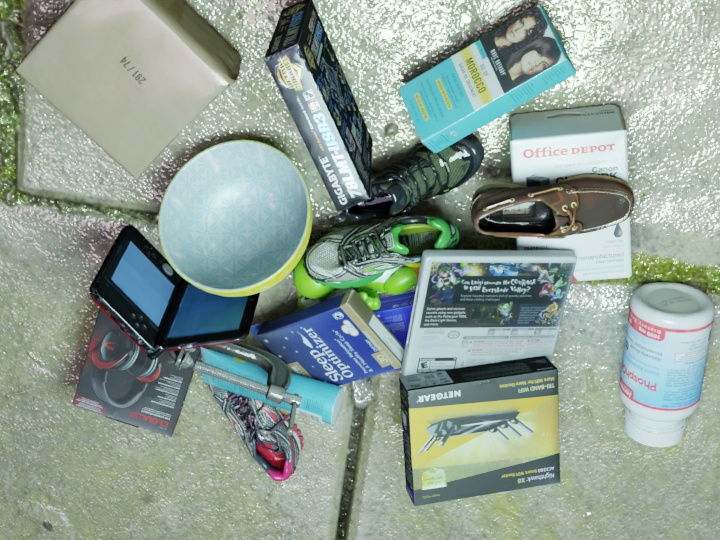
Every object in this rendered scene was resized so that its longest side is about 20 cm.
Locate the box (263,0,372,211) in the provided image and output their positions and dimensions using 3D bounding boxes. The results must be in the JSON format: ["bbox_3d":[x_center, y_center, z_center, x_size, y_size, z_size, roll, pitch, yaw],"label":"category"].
[{"bbox_3d":[-0.044,-0.198,1.483,0.049,0.201,0.200,-22,114,12],"label":"box"}]

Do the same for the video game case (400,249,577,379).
[{"bbox_3d":[0.159,0.056,1.577,0.197,0.023,0.184,0,122,-15],"label":"video game case"}]

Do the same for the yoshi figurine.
[{"bbox_3d":[-0.005,-0.001,1.635,0.198,0.113,0.113,-22,106,16],"label":"yoshi figurine"}]

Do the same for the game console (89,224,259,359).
[{"bbox_3d":[-0.228,0.013,1.600,0.118,0.201,0.173,-37,108,18],"label":"game console"}]

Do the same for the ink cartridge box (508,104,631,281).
[{"bbox_3d":[0.262,-0.093,1.578,0.142,0.084,0.202,-5,116,7],"label":"ink cartridge box"}]

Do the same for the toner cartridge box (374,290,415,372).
[{"bbox_3d":[0.035,0.087,1.706,0.197,0.043,0.096,-11,117,9],"label":"toner cartridge box"}]

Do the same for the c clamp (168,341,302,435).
[{"bbox_3d":[-0.160,0.123,1.591,0.198,0.171,0.027,22,111,-1],"label":"c clamp"}]

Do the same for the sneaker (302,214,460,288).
[{"bbox_3d":[0.023,-0.034,1.557,0.197,0.085,0.079,-15,78,6],"label":"sneaker"}]

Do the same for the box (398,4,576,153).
[{"bbox_3d":[0.151,-0.228,1.516,0.199,0.049,0.083,-29,68,17],"label":"box"}]

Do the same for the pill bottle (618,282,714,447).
[{"bbox_3d":[0.399,0.126,1.664,0.107,0.109,0.202,3,116,2],"label":"pill bottle"}]

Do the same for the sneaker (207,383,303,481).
[{"bbox_3d":[-0.145,0.203,1.759,0.080,0.075,0.201,-31,110,18],"label":"sneaker"}]

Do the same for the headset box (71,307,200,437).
[{"bbox_3d":[-0.301,0.126,1.731,0.147,0.075,0.202,19,116,-6],"label":"headset box"}]

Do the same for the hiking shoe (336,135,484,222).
[{"bbox_3d":[0.064,-0.104,1.577,0.198,0.101,0.076,-23,114,14],"label":"hiking shoe"}]

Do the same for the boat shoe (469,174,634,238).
[{"bbox_3d":[0.230,-0.068,1.508,0.197,0.071,0.071,-5,115,6],"label":"boat shoe"}]

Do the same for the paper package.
[{"bbox_3d":[-0.277,-0.249,1.529,0.190,0.104,0.200,-41,108,21],"label":"paper package"}]

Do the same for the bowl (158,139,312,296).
[{"bbox_3d":[-0.146,-0.052,1.602,0.197,0.203,0.108,-9,159,9],"label":"bowl"}]

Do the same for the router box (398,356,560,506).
[{"bbox_3d":[0.152,0.203,1.600,0.197,0.052,0.159,-8,108,-10],"label":"router box"}]

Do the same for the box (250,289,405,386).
[{"bbox_3d":[-0.049,0.100,1.648,0.199,0.033,0.121,-20,122,40],"label":"box"}]

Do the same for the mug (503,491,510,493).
[{"bbox_3d":[0.176,0.196,1.684,0.149,0.186,0.154,36,107,14],"label":"mug"}]

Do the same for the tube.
[{"bbox_3d":[-0.122,0.153,1.677,0.198,0.051,0.078,16,134,11],"label":"tube"}]
